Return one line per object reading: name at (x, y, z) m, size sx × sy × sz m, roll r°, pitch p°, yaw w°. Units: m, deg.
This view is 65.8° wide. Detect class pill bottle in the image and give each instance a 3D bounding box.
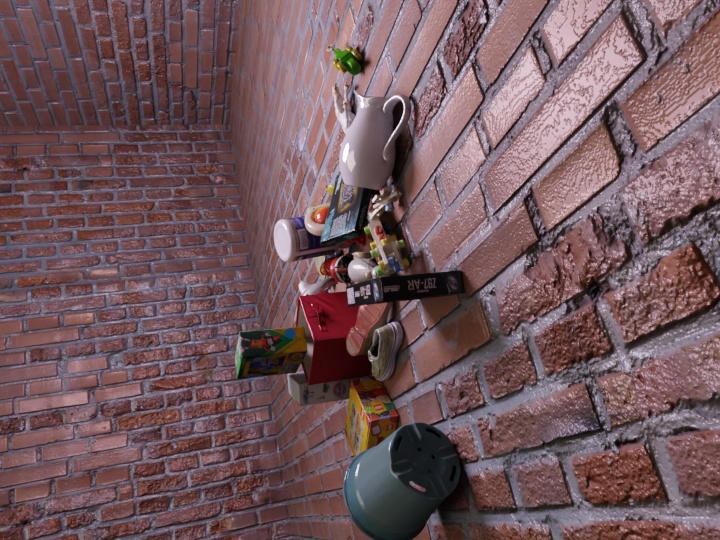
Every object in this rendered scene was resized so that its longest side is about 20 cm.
pill bottle at (-0.125, -0.093, 1.519) m, size 0.116 × 0.200 × 0.116 m, roll 26°, pitch 121°, yaw 53°

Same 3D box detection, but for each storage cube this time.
storage cube at (-0.067, 0.175, 1.481) m, size 0.171 × 0.179 × 0.200 m, roll -115°, pitch 28°, yaw -45°

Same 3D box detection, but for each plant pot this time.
plant pot at (0.088, 0.410, 1.103) m, size 0.196 × 0.200 × 0.201 m, roll 118°, pitch 143°, yaw -46°

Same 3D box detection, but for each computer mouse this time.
computer mouse at (-0.068, -0.079, 1.649) m, size 0.059 × 0.034 × 0.200 m, roll 43°, pitch 130°, yaw 41°

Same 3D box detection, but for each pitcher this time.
pitcher at (0.035, -0.273, 1.182) m, size 0.171 × 0.121 × 0.201 m, roll 24°, pitch 107°, yaw 54°

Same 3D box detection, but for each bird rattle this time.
bird rattle at (-0.062, -0.128, 1.435) m, size 0.113 × 0.163 × 0.200 m, roll 78°, pitch -179°, yaw -46°

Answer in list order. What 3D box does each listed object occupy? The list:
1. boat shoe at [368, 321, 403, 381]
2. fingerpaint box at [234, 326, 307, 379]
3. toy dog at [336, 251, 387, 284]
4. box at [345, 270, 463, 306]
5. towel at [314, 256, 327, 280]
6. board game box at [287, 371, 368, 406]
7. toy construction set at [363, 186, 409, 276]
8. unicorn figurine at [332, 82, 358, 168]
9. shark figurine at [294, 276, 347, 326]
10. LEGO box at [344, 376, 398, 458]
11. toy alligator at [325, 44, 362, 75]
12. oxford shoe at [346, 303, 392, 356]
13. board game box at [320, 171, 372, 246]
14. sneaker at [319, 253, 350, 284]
boat shoe at (0.049, 0.194, 1.328) m, size 0.072 × 0.062 × 0.200 m, roll -114°, pitch 26°, yaw -42°
fingerpaint box at (-0.240, 0.221, 1.466) m, size 0.200 × 0.166 × 0.074 m, roll 121°, pitch 141°, yaw -59°
toy dog at (0.000, 0.000, 1.343) m, size 0.200 × 0.096 × 0.132 m, roll 124°, pitch 139°, yaw -70°
box at (0.076, 0.036, 1.055) m, size 0.200 × 0.160 × 0.044 m, roll 162°, pitch 103°, yaw -70°
towel at (-0.113, -0.062, 1.767) m, size 0.148 × 0.036 × 0.201 m, roll -123°, pitch 33°, yaw -55°
board game box at (-0.091, 0.318, 1.557) m, size 0.148 × 0.199 × 0.064 m, roll -170°, pitch 75°, yaw -71°
toy construction set at (0.052, -0.075, 1.199) m, size 0.131 × 0.092 × 0.201 m, roll 66°, pitch -162°, yaw -68°
unicorn figurine at (-0.034, -0.378, 1.415) m, size 0.138 × 0.074 × 0.200 m, roll 93°, pitch 176°, yaw -50°
shark figurine at (-0.124, 0.048, 1.563) m, size 0.089 × 0.214 × 0.128 m, roll 36°, pitch 153°, yaw 28°
LEGO box at (0.024, 0.398, 1.434) m, size 0.149 × 0.077 × 0.200 m, roll -122°, pitch 32°, yaw -52°
toy alligator at (-0.037, -0.525, 1.396) m, size 0.054 × 0.059 × 0.200 m, roll 48°, pitch -174°, yaw -36°
oxford shoe at (0.035, 0.119, 1.340) m, size 0.071 × 0.074 × 0.200 m, roll 50°, pitch 122°, yaw 37°
board game box at (-0.027, -0.162, 1.322) m, size 0.135 × 0.028 × 0.201 m, roll -15°, pitch 56°, yaw 49°
sneaker at (-0.069, -0.001, 1.501) m, size 0.200 × 0.085 × 0.077 m, roll -51°, pitch -46°, yaw -85°
